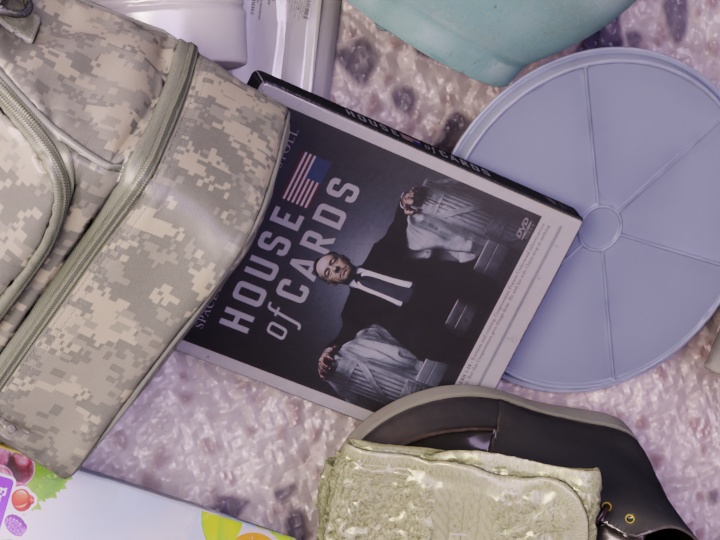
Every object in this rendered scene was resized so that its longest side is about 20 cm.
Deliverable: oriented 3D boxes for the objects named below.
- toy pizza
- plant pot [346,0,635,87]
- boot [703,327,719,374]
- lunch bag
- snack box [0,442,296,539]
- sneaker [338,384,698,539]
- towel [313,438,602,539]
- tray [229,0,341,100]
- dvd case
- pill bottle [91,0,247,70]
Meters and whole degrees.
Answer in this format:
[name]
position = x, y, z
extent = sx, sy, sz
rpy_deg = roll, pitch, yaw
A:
[toy pizza]
position = 0.127, -0.028, 1.254
extent = 0.198, 0.032, 0.202
rpy_deg = -7, 113, -17
[plant pot]
position = 0.060, -0.181, 1.178
extent = 0.199, 0.201, 0.135
rpy_deg = 27, 106, -21
[boot]
position = 0.290, -0.011, 1.326
extent = 0.181, 0.072, 0.202
rpy_deg = 17, 88, -42
[lunch bag]
position = -0.153, -0.026, 1.051
extent = 0.167, 0.200, 0.140
rpy_deg = 33, 35, -12
[snack box]
position = -0.151, 0.183, 1.125
extent = 0.199, 0.068, 0.170
rpy_deg = 19, 83, -24
[sneaker]
position = 0.089, 0.120, 1.196
extent = 0.198, 0.106, 0.075
rpy_deg = 3, 119, -30
[towel]
position = 0.044, 0.183, 1.173
extent = 0.147, 0.037, 0.202
rpy_deg = 5, 112, 2
[tray]
position = -0.056, -0.143, 1.201
extent = 0.107, 0.022, 0.202
rpy_deg = 8, 85, -25
[dvd case]
position = 0.000, 0.000, 1.191
extent = 0.199, 0.025, 0.151
rpy_deg = 22, 104, -23
[pill bottle]
position = -0.112, -0.198, 1.127
extent = 0.113, 0.114, 0.202
rpy_deg = -5, 91, -24
